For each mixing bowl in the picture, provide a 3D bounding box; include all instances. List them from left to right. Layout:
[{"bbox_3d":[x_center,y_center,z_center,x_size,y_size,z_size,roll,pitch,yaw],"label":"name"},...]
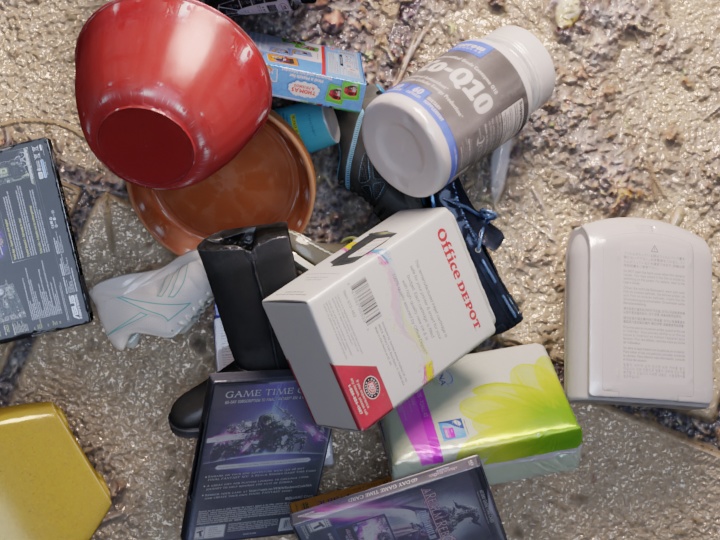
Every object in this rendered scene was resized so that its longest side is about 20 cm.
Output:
[{"bbox_3d":[-0.190,-0.151,1.450,0.199,0.109,0.201,6,134,6],"label":"mixing bowl"}]

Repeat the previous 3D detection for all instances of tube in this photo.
[{"bbox_3d":[-0.121,-0.130,1.604,0.199,0.050,0.078,-17,88,15],"label":"tube"}]

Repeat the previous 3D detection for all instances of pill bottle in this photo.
[{"bbox_3d":[0.105,-0.169,1.570,0.200,0.114,0.114,-37,96,-34],"label":"pill bottle"}]

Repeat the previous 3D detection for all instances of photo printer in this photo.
[{"bbox_3d":[0.297,0.044,1.630,0.165,0.069,0.202,4,80,-19],"label":"photo printer"}]

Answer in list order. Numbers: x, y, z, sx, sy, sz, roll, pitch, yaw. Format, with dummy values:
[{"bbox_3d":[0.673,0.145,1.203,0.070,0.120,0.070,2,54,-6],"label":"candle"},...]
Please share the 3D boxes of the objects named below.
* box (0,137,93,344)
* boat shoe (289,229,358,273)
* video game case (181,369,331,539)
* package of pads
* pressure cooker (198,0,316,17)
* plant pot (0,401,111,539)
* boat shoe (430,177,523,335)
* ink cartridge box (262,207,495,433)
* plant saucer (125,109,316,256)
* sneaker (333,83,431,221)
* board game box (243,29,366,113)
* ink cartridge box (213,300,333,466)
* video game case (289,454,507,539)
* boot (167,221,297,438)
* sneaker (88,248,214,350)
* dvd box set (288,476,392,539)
[{"bbox_3d":[-0.380,-0.024,1.594,0.159,0.044,0.201,-14,93,-5],"label":"box"},{"bbox_3d":[-0.001,-0.001,1.602,0.201,0.072,0.061,27,91,-26],"label":"boat shoe"},{"bbox_3d":[-0.102,0.191,1.564,0.142,0.019,0.201,-2,119,-26],"label":"video game case"},{"bbox_3d":[0.119,0.155,1.598,0.198,0.155,0.069,-9,125,-5],"label":"package of pads"},{"bbox_3d":[-0.094,-0.354,1.533,0.198,0.177,0.179,-3,132,4],"label":"pressure cooker"},{"bbox_3d":[-0.364,0.233,1.537,0.199,0.195,0.195,-32,95,-10],"label":"plant pot"},{"bbox_3d":[0.125,-0.030,1.632,0.068,0.084,0.201,-15,108,14],"label":"boat shoe"},{"bbox_3d":[0.022,0.046,1.517,0.200,0.083,0.147,-33,109,-32],"label":"ink cartridge box"},{"bbox_3d":[-0.144,-0.094,1.583,0.199,0.032,0.201,4,122,6],"label":"plant saucer"},{"bbox_3d":[0.022,-0.094,1.628,0.081,0.073,0.201,-21,88,11],"label":"sneaker"},{"bbox_3d":[-0.096,-0.213,1.562,0.199,0.151,0.037,12,109,-6],"label":"board game box"},{"bbox_3d":[-0.095,0.113,1.630,0.118,0.042,0.202,-4,95,-5],"label":"ink cartridge box"},{"bbox_3d":[0.042,0.264,1.558,0.199,0.019,0.143,-17,135,4],"label":"video game case"},{"bbox_3d":[-0.132,0.059,1.531,0.164,0.066,0.201,-19,126,-15],"label":"boot"},{"bbox_3d":[-0.182,0.025,1.583,0.199,0.070,0.081,-20,82,17],"label":"sneaker"},{"bbox_3d":[0.033,0.285,1.623,0.199,0.029,0.147,-14,122,-5],"label":"dvd box set"}]
